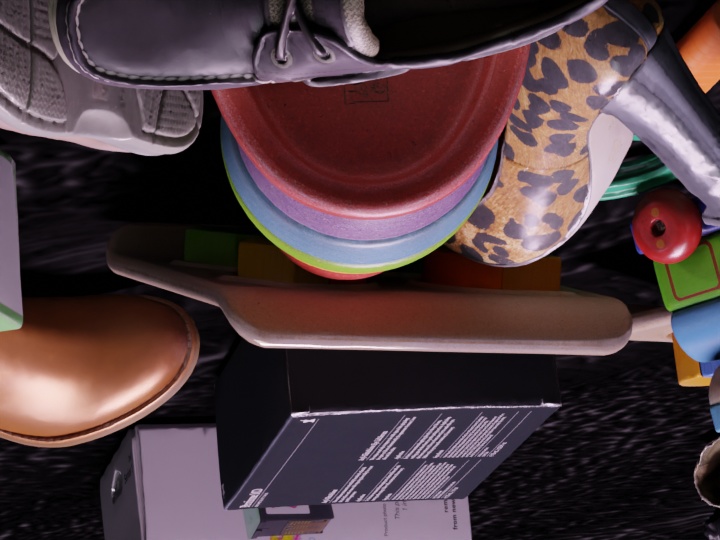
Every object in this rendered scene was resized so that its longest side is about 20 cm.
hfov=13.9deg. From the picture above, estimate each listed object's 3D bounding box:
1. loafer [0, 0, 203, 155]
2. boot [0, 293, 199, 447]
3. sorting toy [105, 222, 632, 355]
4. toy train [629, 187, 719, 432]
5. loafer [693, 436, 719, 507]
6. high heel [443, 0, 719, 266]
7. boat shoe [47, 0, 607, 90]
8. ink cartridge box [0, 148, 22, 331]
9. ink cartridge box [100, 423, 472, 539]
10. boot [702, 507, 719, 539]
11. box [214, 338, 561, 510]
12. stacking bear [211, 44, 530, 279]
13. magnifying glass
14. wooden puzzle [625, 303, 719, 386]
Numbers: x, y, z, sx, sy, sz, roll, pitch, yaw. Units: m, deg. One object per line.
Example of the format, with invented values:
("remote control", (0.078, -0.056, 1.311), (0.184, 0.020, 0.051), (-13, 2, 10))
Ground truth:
("loafer", (-0.129, -0.078, 1.078), (0.063, 0.072, 0.200), (-5, 167, 25))
("boot", (-0.185, 0.030, 1.397), (0.199, 0.074, 0.155), (-10, 158, 6))
("sorting toy", (0.000, 0.000, 1.304), (0.185, 0.037, 0.200), (2, -171, -21))
("toy train", (0.223, -0.003, 1.306), (0.200, 0.116, 0.085), (-19, 174, 37))
("loafer", (0.258, 0.117, 1.784), (0.068, 0.076, 0.200), (-7, 164, -15))
("high heel", (0.057, -0.071, 1.189), (0.200, 0.072, 0.143), (-5, 137, 46))
("boat shoe", (-0.007, -0.099, 1.006), (0.199, 0.072, 0.065), (-7, -161, -7))
("ink cartridge box", (-0.258, -0.015, 1.205), (0.199, 0.085, 0.146), (-11, 161, 15))
("ink cartridge box", (-0.048, 0.147, 1.776), (0.199, 0.084, 0.145), (0, 162, -13))
("boot", (0.305, 0.162, 1.956), (0.162, 0.074, 0.198), (-13, 162, 34))
("box", (0.008, 0.065, 1.546), (0.141, 0.079, 0.200), (-4, 163, -14))
("stacking bear", (-0.002, -0.051, 1.141), (0.121, 0.114, 0.200), (-2, 167, -3))
("magnifying glass", (0.123, -0.070, 1.254), (0.079, 0.022, 0.200), (1, 163, -17))
("wooden puzzle", (0.237, 0.030, 1.477), (0.200, 0.046, 0.185), (-9, 172, 39))
